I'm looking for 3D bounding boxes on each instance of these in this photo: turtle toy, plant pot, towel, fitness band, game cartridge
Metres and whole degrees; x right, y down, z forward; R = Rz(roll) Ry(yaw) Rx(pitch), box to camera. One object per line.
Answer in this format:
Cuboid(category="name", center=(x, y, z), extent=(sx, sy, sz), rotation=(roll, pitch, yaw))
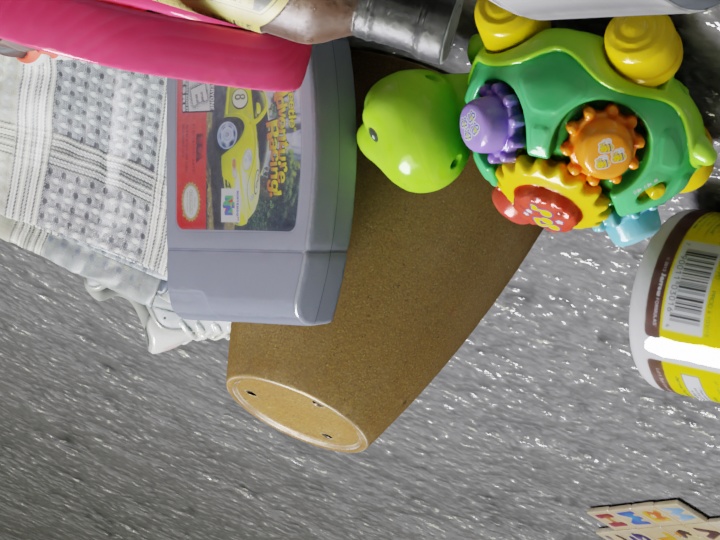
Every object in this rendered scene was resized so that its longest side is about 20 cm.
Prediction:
Cuboid(category="turtle toy", center=(0.095, -0.075, 1.216), extent=(0.200, 0.101, 0.146), rotation=(14, 157, 26))
Cuboid(category="plant pot", center=(0.000, 0.000, 1.371), extent=(0.186, 0.200, 0.186), rotation=(22, 159, 9))
Cuboid(category="towel", center=(-0.167, -0.078, 1.460), extent=(0.192, 0.035, 0.200), rotation=(21, 124, 11))
Cuboid(category="fitness band", center=(-0.117, -0.130, 1.176), extent=(0.200, 0.038, 0.144), rotation=(3, -164, -44))
Cuboid(category="game cartridge", center=(-0.057, -0.070, 1.285), extent=(0.133, 0.201, 0.041), rotation=(1, -179, 43))

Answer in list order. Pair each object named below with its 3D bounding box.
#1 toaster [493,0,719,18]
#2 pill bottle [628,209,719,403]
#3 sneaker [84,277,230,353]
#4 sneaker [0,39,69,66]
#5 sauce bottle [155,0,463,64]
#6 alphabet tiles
Cuboid(category="toaster", center=(0.071, -0.185, 0.940), extent=(0.200, 0.114, 0.129), rotation=(34, 160, -28))
Cuboid(category="pill bottle", center=(0.261, 0.032, 1.282), extent=(0.200, 0.109, 0.109), rotation=(12, 156, 32))
Cuboid(category="sneaker", center=(-0.119, 0.028, 1.715), extent=(0.200, 0.100, 0.078), rotation=(24, 160, 1))
Cuboid(category="sneaker", center=(-0.212, -0.163, 1.325), extent=(0.082, 0.077, 0.200), rotation=(7, -179, -19))
Cuboid(category="sauce bottle", center=(-0.047, -0.151, 1.133), extent=(0.200, 0.065, 0.065), rotation=(16, 159, 6))
Cuboid(category="alphabet tiles", center=(0.288, 0.236, 1.898), extent=(0.166, 0.006, 0.200), rotation=(32, 159, -19))
